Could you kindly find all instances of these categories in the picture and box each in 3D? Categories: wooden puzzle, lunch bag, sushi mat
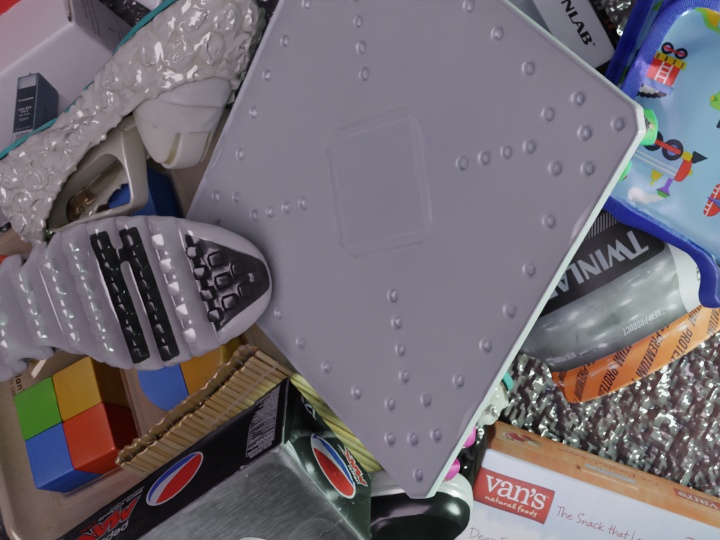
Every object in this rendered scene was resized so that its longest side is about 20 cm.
[{"bbox_3d":[-0.128,0.028,0.786,0.199,0.046,0.187,-26,67,15],"label":"wooden puzzle"},{"bbox_3d":[0.187,-0.074,0.651,0.150,0.094,0.201,27,77,-4],"label":"lunch bag"},{"bbox_3d":[-0.026,0.104,0.753,0.095,0.200,0.012,-39,47,14],"label":"sushi mat"}]

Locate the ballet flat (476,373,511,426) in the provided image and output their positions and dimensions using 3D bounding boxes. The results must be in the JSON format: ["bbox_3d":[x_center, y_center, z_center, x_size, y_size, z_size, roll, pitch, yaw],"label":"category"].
[{"bbox_3d":[0.000,0.000,0.733,0.072,0.072,0.201,-41,62,16],"label":"ballet flat"}]

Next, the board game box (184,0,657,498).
[{"bbox_3d":[0.016,-0.038,0.655,0.200,0.026,0.201,45,121,32],"label":"board game box"}]

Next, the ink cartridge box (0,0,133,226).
[{"bbox_3d":[-0.226,-0.088,0.766,0.199,0.176,0.045,-32,55,16],"label":"ink cartridge box"}]

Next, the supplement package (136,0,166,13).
[{"bbox_3d":[-0.136,-0.231,0.744,0.199,0.120,0.122,33,104,7],"label":"supplement package"}]

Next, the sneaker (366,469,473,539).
[{"bbox_3d":[-0.026,0.178,0.722,0.199,0.073,0.113,-25,51,21],"label":"sneaker"}]

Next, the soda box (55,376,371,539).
[{"bbox_3d":[-0.091,0.140,0.684,0.199,0.063,0.071,-35,107,15],"label":"soda box"}]

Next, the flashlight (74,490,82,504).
[{"bbox_3d":[-0.083,0.188,0.828,0.068,0.068,0.201,-37,93,4],"label":"flashlight"}]

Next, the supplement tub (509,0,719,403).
[{"bbox_3d":[0.093,-0.046,0.716,0.122,0.122,0.201,-30,91,16],"label":"supplement tub"}]

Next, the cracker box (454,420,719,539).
[{"bbox_3d":[0.098,0.196,0.779,0.133,0.058,0.202,19,103,3],"label":"cracker box"}]

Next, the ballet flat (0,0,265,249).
[{"bbox_3d":[-0.110,-0.067,0.733,0.199,0.072,0.072,-33,90,35],"label":"ballet flat"}]

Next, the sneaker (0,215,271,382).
[{"bbox_3d":[-0.132,0.011,0.724,0.198,0.081,0.076,-9,99,19],"label":"sneaker"}]
